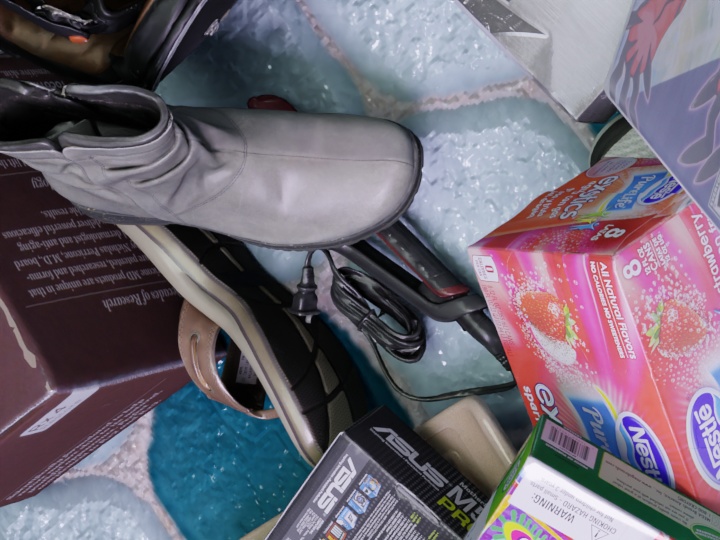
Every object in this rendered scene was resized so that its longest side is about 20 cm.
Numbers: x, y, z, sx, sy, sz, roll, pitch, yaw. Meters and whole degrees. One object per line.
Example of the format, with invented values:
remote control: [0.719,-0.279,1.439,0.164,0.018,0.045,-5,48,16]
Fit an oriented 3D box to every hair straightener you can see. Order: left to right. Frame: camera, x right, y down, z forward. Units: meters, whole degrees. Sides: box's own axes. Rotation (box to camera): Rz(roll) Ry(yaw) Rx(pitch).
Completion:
hair straightener: [0.000,0.000,1.225,0.200,0.041,0.077,42,114,13]

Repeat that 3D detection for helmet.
helmet: [-0.123,-0.201,1.175,0.200,0.200,0.191,21,79,25]

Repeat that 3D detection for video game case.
video game case: [0.162,-0.128,0.964,0.182,0.023,0.201,-117,39,-61]

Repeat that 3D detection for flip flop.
flip flop: [-0.069,0.032,1.237,0.200,0.081,0.058,46,109,21]

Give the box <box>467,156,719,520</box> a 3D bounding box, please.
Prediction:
box: [0.140,0.057,1.066,0.100,0.095,0.201,5,122,53]

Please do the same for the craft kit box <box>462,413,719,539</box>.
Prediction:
craft kit box: [0.112,0.191,1.036,0.200,0.049,0.198,29,119,-2]

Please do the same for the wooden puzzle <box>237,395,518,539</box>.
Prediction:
wooden puzzle: [0.043,0.179,1.208,0.200,0.046,0.186,-34,86,33]

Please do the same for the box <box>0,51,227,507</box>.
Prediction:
box: [-0.214,0.011,1.266,0.166,0.164,0.200,-35,79,27]

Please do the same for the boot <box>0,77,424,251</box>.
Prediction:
boot: [-0.079,-0.055,1.154,0.199,0.131,0.068,1,79,15]

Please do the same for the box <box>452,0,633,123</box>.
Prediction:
box: [0.118,-0.193,1.111,0.158,0.048,0.200,48,108,16]

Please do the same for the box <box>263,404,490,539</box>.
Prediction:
box: [0.011,0.190,1.175,0.160,0.044,0.200,40,120,12]

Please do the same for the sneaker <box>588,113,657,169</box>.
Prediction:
sneaker: [0.187,-0.035,1.085,0.199,0.088,0.076,14,105,28]
